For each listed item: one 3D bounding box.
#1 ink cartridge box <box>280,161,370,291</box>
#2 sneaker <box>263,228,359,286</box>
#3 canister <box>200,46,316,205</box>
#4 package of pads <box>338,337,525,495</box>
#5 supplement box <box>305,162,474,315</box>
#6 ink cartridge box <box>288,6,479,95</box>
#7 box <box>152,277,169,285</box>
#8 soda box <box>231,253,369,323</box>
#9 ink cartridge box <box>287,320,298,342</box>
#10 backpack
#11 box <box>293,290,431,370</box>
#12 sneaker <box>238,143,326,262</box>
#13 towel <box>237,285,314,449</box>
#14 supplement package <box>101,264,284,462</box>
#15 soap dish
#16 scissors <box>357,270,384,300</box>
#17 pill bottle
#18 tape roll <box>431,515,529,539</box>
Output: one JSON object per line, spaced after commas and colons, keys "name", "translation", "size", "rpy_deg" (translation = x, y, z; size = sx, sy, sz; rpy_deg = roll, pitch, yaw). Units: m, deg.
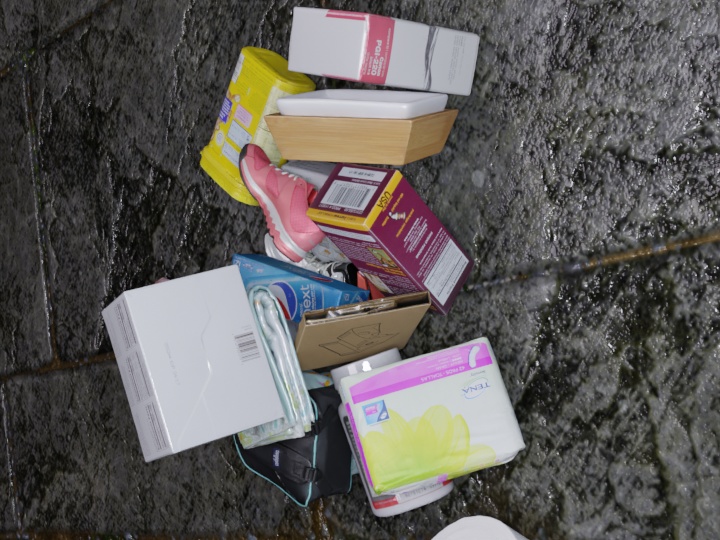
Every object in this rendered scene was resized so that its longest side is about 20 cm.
{"name": "ink cartridge box", "translation": [-0.022, -0.064, 1.614], "size": [0.200, 0.043, 0.174], "rpy_deg": [18, 130, 46]}
{"name": "sneaker", "translation": [-0.052, -0.005, 1.618], "size": [0.115, 0.076, 0.201], "rpy_deg": [-42, 76, 40]}
{"name": "canister", "translation": [-0.156, -0.221, 1.721], "size": [0.149, 0.086, 0.201], "rpy_deg": [43, 121, 37]}
{"name": "package of pads", "translation": [0.089, 0.184, 1.395], "size": [0.068, 0.199, 0.155], "rpy_deg": [98, 155, -73]}
{"name": "supplement box", "translation": [0.041, -0.039, 1.423], "size": [0.110, 0.200, 0.086], "rpy_deg": [14, 66, 46]}
{"name": "ink cartridge box", "translation": [0.030, -0.276, 1.427], "size": [0.145, 0.199, 0.085], "rpy_deg": [19, 106, 46]}
{"name": "box", "translation": [-0.259, 0.125, 1.623], "size": [0.102, 0.095, 0.201], "rpy_deg": [18, 134, 32]}
{"name": "soda box", "translation": [-0.089, 0.031, 1.558], "size": [0.199, 0.068, 0.064], "rpy_deg": [18, 99, 34]}
{"name": "ink cartridge box", "translation": [-0.171, 0.098, 1.685], "size": [0.200, 0.175, 0.084], "rpy_deg": [-6, 87, 48]}
{"name": "backpack", "translation": [-0.089, 0.220, 1.616], "size": [0.199, 0.153, 0.177], "rpy_deg": [14, 109, 40]}
{"name": "box", "translation": [-0.005, 0.081, 1.455], "size": [0.200, 0.163, 0.021], "rpy_deg": [112, 146, -67]}
{"name": "sneaker", "translation": [-0.102, -0.109, 1.603], "size": [0.087, 0.074, 0.201], "rpy_deg": [-34, 65, 13]}
{"name": "towel", "translation": [-0.139, 0.132, 1.492], "size": [0.171, 0.048, 0.201], "rpy_deg": [-26, 79, 55]}
{"name": "supplement package", "translation": [-0.209, 0.115, 1.404], "size": [0.111, 0.155, 0.201], "rpy_deg": [-28, 78, 58]}
{"name": "soap dish", "translation": [0.003, -0.180, 1.416], "size": [0.199, 0.157, 0.082], "rpy_deg": [5, 105, 24]}
{"name": "scissors", "translation": [0.000, 0.000, 1.543], "size": [0.073, 0.014, 0.201], "rpy_deg": [-18, 104, 12]}
{"name": "pill bottle", "translation": [0.038, 0.210, 1.485], "size": [0.114, 0.114, 0.201], "rpy_deg": [-23, 84, 46]}
{"name": "tape roll", "translation": [0.139, 0.403, 1.364], "size": [0.202, 0.071, 0.203], "rpy_deg": [-35, 34, 28]}
